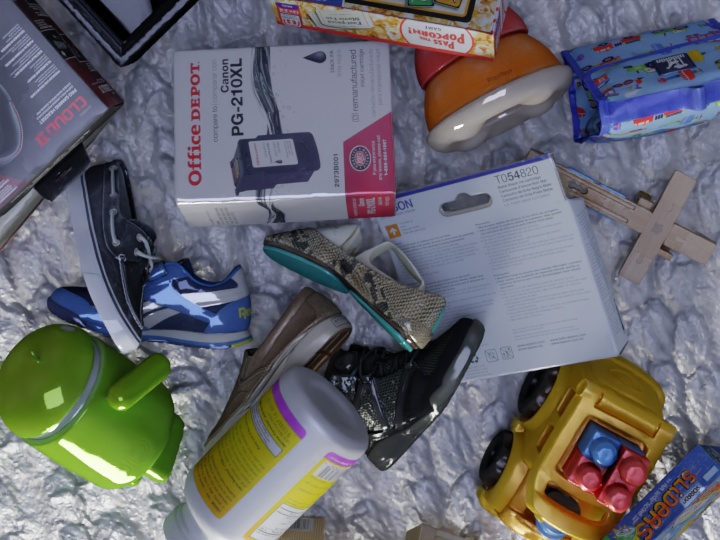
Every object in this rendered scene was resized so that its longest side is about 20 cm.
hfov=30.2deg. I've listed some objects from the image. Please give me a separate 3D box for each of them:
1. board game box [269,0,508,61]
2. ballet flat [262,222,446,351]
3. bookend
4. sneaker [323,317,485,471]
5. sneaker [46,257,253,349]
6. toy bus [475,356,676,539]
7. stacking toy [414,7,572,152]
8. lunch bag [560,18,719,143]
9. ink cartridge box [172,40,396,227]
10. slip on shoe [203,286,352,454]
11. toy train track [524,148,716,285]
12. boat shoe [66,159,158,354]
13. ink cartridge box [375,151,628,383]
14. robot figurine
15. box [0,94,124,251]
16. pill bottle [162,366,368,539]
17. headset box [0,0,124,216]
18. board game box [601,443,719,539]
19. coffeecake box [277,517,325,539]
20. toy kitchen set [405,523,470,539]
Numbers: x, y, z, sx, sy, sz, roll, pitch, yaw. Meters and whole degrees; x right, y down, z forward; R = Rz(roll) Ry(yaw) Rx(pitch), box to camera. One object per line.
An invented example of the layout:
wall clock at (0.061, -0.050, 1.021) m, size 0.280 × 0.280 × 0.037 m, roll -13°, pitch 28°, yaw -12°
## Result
board game box at (0.037, -0.274, 1.160) m, size 0.198 × 0.046 × 0.153 m, roll 12°, pitch 71°, yaw 12°
ballet flat at (0.000, 0.000, 1.250) m, size 0.199 × 0.068 × 0.076 m, roll 32°, pitch 79°, yaw 29°
bookend at (-0.204, -0.323, 1.183) m, size 0.200 × 0.092 × 0.199 m, roll -41°, pitch 100°, yaw 7°
sneaker at (0.032, 0.098, 1.267) m, size 0.114 × 0.076 × 0.200 m, roll 38°, pitch 130°, yaw -2°
sneaker at (-0.199, 0.025, 1.277) m, size 0.198 × 0.074 × 0.083 m, roll 5°, pitch 97°, yaw -6°
toy bus at (0.207, 0.189, 1.253) m, size 0.135 × 0.192 × 0.201 m, roll 27°, pitch 103°, yaw -8°
stacking toy at (0.092, -0.221, 1.208) m, size 0.145 × 0.146 × 0.202 m, roll -25°, pitch 84°, yaw 5°
lunch bag at (0.269, -0.156, 1.168) m, size 0.149 × 0.200 × 0.095 m, roll -12°, pitch 103°, yaw 2°
ink cartridge box at (-0.069, -0.123, 1.211) m, size 0.198 × 0.084 × 0.147 m, roll -3°, pitch 78°, yaw 1°
slip on shoe at (-0.091, 0.102, 1.291) m, size 0.061 × 0.076 × 0.200 m, roll 47°, pitch 112°, yaw 15°
toy train track at (0.246, -0.063, 1.279) m, size 0.199 × 0.033 × 0.115 m, roll 27°, pitch 109°, yaw 0°
boat shoe at (-0.219, -0.018, 1.222) m, size 0.067 × 0.201 × 0.072 m, roll -20°, pitch 145°, yaw 0°
ink cartridge box at (0.128, -0.001, 1.244) m, size 0.198 × 0.041 × 0.202 m, roll -12°, pitch 106°, yaw 31°
robot figurine at (-0.256, 0.128, 1.251) m, size 0.174 × 0.117 × 0.200 m, roll -12°, pitch 140°, yaw 39°
box at (-0.332, -0.119, 1.221) m, size 0.128 × 0.109 × 0.200 m, roll 42°, pitch 99°, yaw -7°
pill bottle at (-0.092, 0.191, 1.236) m, size 0.104 × 0.104 × 0.200 m, roll 43°, pitch 103°, yaw -9°
headset box at (-0.308, -0.150, 1.119) m, size 0.148 × 0.075 × 0.200 m, roll -40°, pitch 98°, yaw 8°
board game box at (0.297, 0.224, 1.262) m, size 0.136 × 0.200 × 0.034 m, roll -48°, pitch 69°, yaw 10°
coffeecake box at (-0.114, 0.355, 1.349) m, size 0.152 × 0.073 × 0.202 m, roll 3°, pitch 103°, yaw -1°
toy kitchen set at (0.010, 0.367, 1.347) m, size 0.162 × 0.180 × 0.202 m, roll 21°, pitch 62°, yaw -14°
